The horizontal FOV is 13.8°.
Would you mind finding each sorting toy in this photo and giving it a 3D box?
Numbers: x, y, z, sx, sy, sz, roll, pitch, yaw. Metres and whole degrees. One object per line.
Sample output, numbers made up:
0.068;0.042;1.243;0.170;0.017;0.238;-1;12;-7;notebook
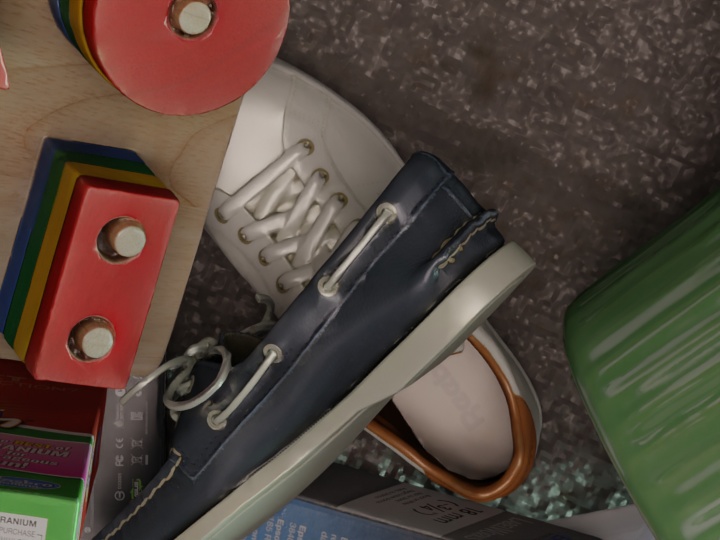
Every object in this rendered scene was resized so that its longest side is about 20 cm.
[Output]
-0.123;-0.059;0.963;0.199;0.070;0.200;9;109;-28;sorting toy

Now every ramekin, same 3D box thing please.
0.156;0.064;1.037;0.097;0.200;0.200;-33;100;11;ramekin

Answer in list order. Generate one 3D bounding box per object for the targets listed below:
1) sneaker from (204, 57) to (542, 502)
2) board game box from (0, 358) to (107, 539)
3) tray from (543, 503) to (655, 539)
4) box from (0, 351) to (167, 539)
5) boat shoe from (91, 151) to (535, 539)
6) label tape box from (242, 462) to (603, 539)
0.000;0.000;1.073;0.073;0.085;0.200;-41;98;7;sneaker
-0.163;0.060;0.965;0.152;0.200;0.041;8;99;-4;board game box
0.106;0.187;1.114;0.107;0.022;0.201;-14;102;35;tray
-0.149;0.062;1.093;0.157;0.051;0.201;0;100;-3;box
-0.029;0.040;1.013;0.200;0.075;0.062;-43;83;26;boat shoe
0.035;0.162;1.068;0.199;0.063;0.145;14;101;26;label tape box
